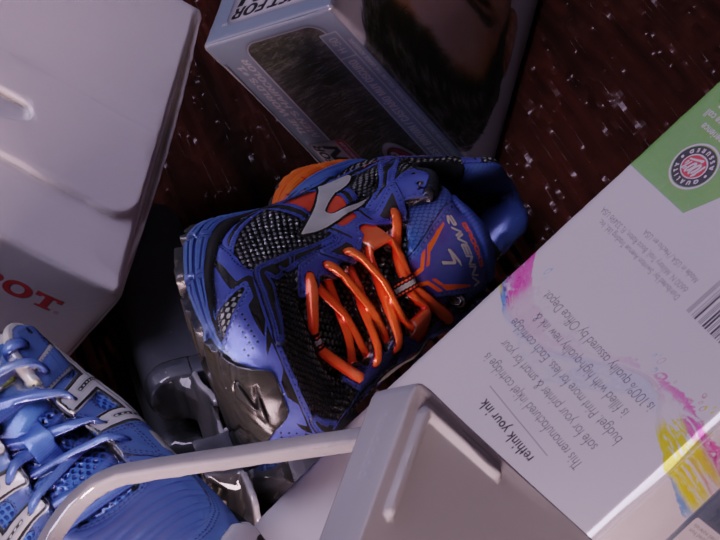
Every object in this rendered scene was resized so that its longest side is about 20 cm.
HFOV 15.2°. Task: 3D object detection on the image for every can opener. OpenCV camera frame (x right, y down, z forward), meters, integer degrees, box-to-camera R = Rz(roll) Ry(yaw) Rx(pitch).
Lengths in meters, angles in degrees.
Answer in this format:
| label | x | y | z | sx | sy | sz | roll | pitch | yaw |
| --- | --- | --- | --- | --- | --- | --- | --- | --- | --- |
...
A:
| label | x | y | z | sx | sy | sz | roll | pitch | yaw |
| --- | --- | --- | --- | --- | --- | --- | --- | --- | --- |
| can opener | -0.041 | 0.042 | 0.931 | 0.067 | 0.053 | 0.200 | -12 | 35 | -9 |

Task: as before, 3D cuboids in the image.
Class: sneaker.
| label | x | y | z | sx | sy | sz | roll | pitch | yaw |
| --- | --- | --- | --- | --- | --- | --- | --- | --- | --- |
| sneaker | 0.000 | 0.000 | 0.848 | 0.078 | 0.075 | 0.200 | -17 | 16 | 21 |
| sneaker | -0.099 | 0.065 | 0.812 | 0.076 | 0.077 | 0.200 | -41 | 32 | -20 |

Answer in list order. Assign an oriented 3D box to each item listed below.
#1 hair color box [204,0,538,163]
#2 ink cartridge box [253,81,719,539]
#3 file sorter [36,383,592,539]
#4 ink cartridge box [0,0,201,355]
| label | x | y | z | sx | sy | sz | roll | pitch | yaw |
| --- | --- | --- | --- | --- | --- | --- | --- | --- | --- |
| hair color box | 0.020 | -0.132 | 0.986 | 0.061 | 0.099 | 0.200 | -12 | 47 | 37 |
| ink cartridge box | 0.073 | 0.053 | 0.771 | 0.200 | 0.067 | 0.117 | -42 | 34 | 3 |
| file sorter | 0.008 | 0.145 | 0.631 | 0.124 | 0.200 | 0.139 | -11 | 47 | 41 |
| ink cartridge box | -0.176 | -0.028 | 0.985 | 0.200 | 0.147 | 0.145 | -43 | 27 | 45 |
